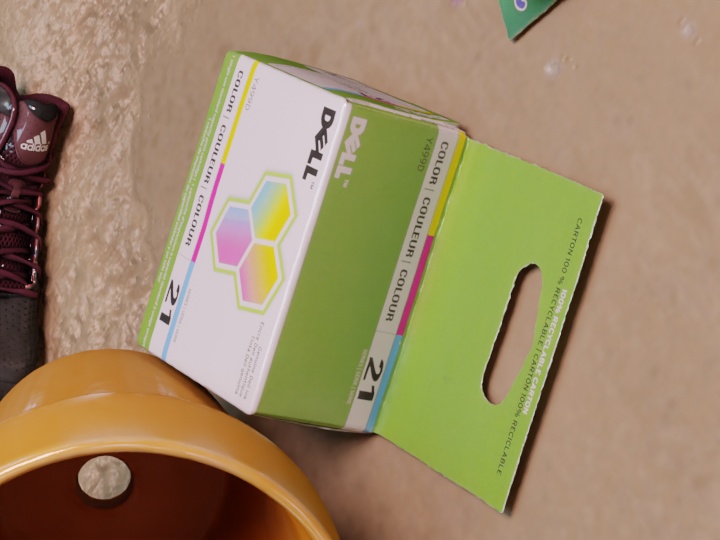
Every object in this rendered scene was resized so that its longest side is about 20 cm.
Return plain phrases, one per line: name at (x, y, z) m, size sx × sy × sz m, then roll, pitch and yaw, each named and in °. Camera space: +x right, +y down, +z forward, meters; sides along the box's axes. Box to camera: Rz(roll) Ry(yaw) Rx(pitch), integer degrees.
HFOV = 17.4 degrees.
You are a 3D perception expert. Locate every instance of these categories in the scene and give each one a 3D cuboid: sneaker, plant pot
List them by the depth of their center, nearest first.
plant pot at (-0.108, 0.128, 1.043) m, size 0.183 × 0.199 × 0.201 m, roll -110°, pitch 43°, yaw -68°
sneaker at (-0.199, -0.035, 1.292) m, size 0.116 × 0.075 × 0.201 m, roll -46°, pitch 48°, yaw 30°

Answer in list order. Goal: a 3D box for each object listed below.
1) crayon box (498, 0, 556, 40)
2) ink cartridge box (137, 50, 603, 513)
crayon box at (0.096, -0.205, 0.984) m, size 0.200 × 0.051 × 0.126 m, roll -39°, pitch 52°, yaw 39°
ink cartridge box at (0.000, 0.000, 1.029) m, size 0.200 × 0.076 × 0.148 m, roll 27°, pitch 102°, yaw 52°
